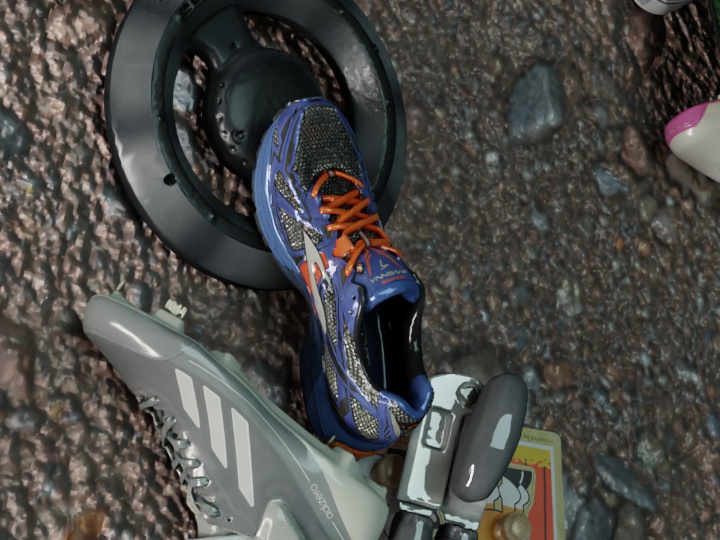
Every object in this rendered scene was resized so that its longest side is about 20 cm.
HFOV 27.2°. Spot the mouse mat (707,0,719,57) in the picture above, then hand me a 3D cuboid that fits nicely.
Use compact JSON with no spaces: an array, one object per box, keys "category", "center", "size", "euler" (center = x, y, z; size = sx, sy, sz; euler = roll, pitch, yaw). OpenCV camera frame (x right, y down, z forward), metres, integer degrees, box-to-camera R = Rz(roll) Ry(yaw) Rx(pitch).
[{"category":"mouse mat","center":[0.314,-0.159,1.074],"size":[0.198,0.007,0.163],"euler":[12,62,-40]}]

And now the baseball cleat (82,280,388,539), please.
[{"category":"baseball cleat","center":[-0.078,0.100,0.774],"size":[0.199,0.070,0.107],"euler":[37,74,-7]}]

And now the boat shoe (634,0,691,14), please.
[{"category":"boat shoe","center":[0.281,-0.255,1.126],"size":[0.199,0.068,0.072],"euler":[-28,91,-36]}]

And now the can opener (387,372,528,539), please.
[{"category":"can opener","center":[0.040,0.150,0.807],"size":[0.052,0.066,0.203],"euler":[17,79,-11]}]

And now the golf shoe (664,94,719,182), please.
[{"category":"golf shoe","center":[0.304,-0.067,1.072],"size":[0.198,0.075,0.093],"euler":[12,61,-29]}]

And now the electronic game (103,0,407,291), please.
[{"category":"electronic game","center":[-0.056,-0.089,0.865],"size":[0.198,0.041,0.203],"euler":[5,80,-33]}]

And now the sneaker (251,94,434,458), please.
[{"category":"sneaker","center":[0.000,0.000,0.815],"size":[0.075,0.078,0.203],"euler":[-16,90,-35]}]

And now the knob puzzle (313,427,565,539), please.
[{"category":"knob puzzle","center":[0.052,0.181,0.857],"size":[0.217,0.030,0.223],"euler":[11,69,-31]}]
